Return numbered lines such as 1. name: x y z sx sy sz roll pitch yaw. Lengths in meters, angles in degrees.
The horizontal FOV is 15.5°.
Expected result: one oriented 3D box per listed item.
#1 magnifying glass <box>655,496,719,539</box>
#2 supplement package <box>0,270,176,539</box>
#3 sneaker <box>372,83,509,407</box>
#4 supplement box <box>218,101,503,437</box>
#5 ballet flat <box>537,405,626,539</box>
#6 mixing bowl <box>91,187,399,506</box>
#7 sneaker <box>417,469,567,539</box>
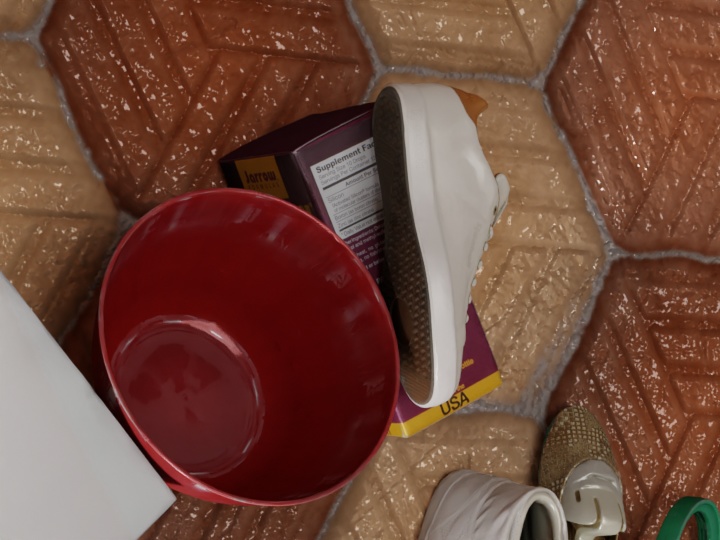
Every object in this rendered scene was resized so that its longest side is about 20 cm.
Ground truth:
1. magnifying glass: 0.205 0.228 1.833 0.200 0.022 0.080 -43 133 -46
2. supplement package: -0.258 0.127 1.536 0.200 0.147 0.192 -44 110 -24
3. sneaker: 0.060 -0.017 1.641 0.084 0.073 0.202 -2 88 -27
4. supplement box: 0.000 0.000 1.712 0.085 0.110 0.201 -27 102 -27
5. ballet flat: 0.157 0.194 1.826 0.070 0.065 0.202 5 86 -30
6. mixing bowl: -0.086 0.062 1.616 0.199 0.108 0.201 11 64 -24
7. sneaker: 0.074 0.232 1.748 0.073 0.115 0.201 20 80 -30
